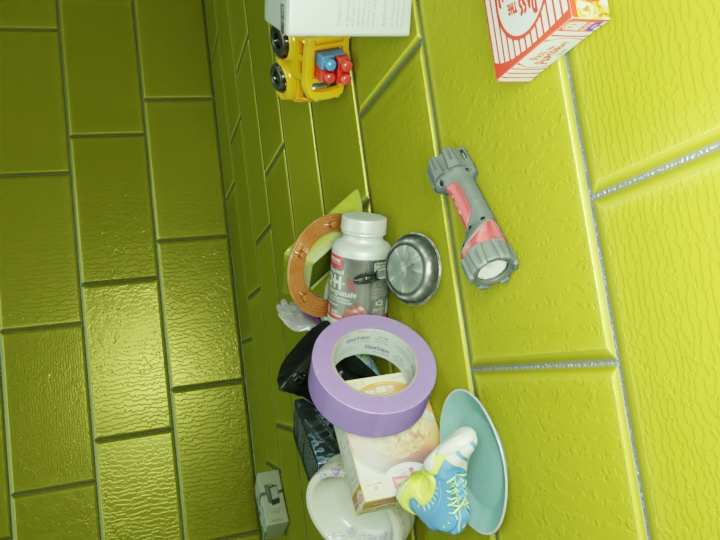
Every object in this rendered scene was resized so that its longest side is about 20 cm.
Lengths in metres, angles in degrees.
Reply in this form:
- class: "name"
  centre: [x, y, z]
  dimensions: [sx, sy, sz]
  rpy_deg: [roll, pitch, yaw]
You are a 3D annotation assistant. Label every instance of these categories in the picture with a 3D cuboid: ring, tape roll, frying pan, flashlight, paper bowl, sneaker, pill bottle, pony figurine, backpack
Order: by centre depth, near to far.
- class: "flashlight"
  centre: [0.137, -0.071, 0.915]
  dimensions: [0.068, 0.067, 0.200]
  rpy_deg: [112, 147, -45]
- class: "sneaker"
  centre: [0.130, 0.301, 0.989]
  dimensions: [0.105, 0.076, 0.200]
  rpy_deg: [46, 137, 16]
- class: "tape roll"
  centre: [0.018, 0.165, 1.131]
  dimensions: [0.200, 0.199, 0.066]
  rpy_deg: [-113, 25, -43]
- class: "frying pan"
  centre: [0.053, -0.011, 1.141]
  dimensions: [0.190, 0.031, 0.115]
  rpy_deg: [19, 104, 43]
- class: "pill bottle"
  centre: [0.000, 0.000, 1.276]
  dimensions: [0.111, 0.110, 0.201]
  rpy_deg: [-140, 52, -65]
- class: "paper bowl"
  centre: [0.007, 0.427, 1.306]
  dimensions: [0.200, 0.104, 0.201]
  rpy_deg: [14, 119, 27]
- class: "ring"
  centre: [-0.050, -0.007, 1.318]
  dimensions: [0.019, 0.200, 0.201]
  rpy_deg: [20, 116, 46]
- class: "backpack"
  centre: [-0.044, 0.195, 1.367]
  dimensions: [0.163, 0.200, 0.154]
  rpy_deg: [-47, 26, 10]
- class: "pony figurine"
  centre: [-0.067, 0.102, 1.501]
  dimensions: [0.193, 0.166, 0.200]
  rpy_deg: [57, 133, 41]

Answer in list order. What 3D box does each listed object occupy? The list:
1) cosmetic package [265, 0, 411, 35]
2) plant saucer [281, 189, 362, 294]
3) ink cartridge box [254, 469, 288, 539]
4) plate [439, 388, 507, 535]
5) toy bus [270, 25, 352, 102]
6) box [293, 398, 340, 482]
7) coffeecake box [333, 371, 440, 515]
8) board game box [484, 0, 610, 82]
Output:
- class: "cosmetic package"
  centre: [-0.037, -0.461, 1.100]
  dimensions: [0.165, 0.199, 0.166]
  rpy_deg: [-126, 36, -57]
- class: "plant saucer"
  centre: [-0.066, -0.041, 1.391]
  dimensions: [0.048, 0.200, 0.200]
  rpy_deg: [42, 157, 12]
- class: "ink cartridge box"
  centre: [-0.326, 0.851, 2.571]
  dimensions: [0.146, 0.084, 0.201]
  rpy_deg: [107, 152, -48]
- class: "plate"
  centre: [0.164, 0.266, 0.995]
  dimensions: [0.200, 0.025, 0.201]
  rpy_deg: [174, 90, -71]
- class: "toy bus"
  centre: [-0.085, -0.413, 1.438]
  dimensions: [0.192, 0.135, 0.201]
  rpy_deg: [50, 147, 34]
- class: "box"
  centre: [-0.046, 0.359, 1.466]
  dimensions: [0.200, 0.148, 0.107]
  rpy_deg: [-123, 33, -55]
- class: "coffeecake box"
  centre: [0.047, 0.276, 1.149]
  dimensions: [0.073, 0.153, 0.201]
  rpy_deg: [109, 149, -53]
- class: "board game box"
  centre: [0.182, -0.321, 0.737]
  dimensions: [0.151, 0.046, 0.201]
  rpy_deg: [152, 112, -71]
